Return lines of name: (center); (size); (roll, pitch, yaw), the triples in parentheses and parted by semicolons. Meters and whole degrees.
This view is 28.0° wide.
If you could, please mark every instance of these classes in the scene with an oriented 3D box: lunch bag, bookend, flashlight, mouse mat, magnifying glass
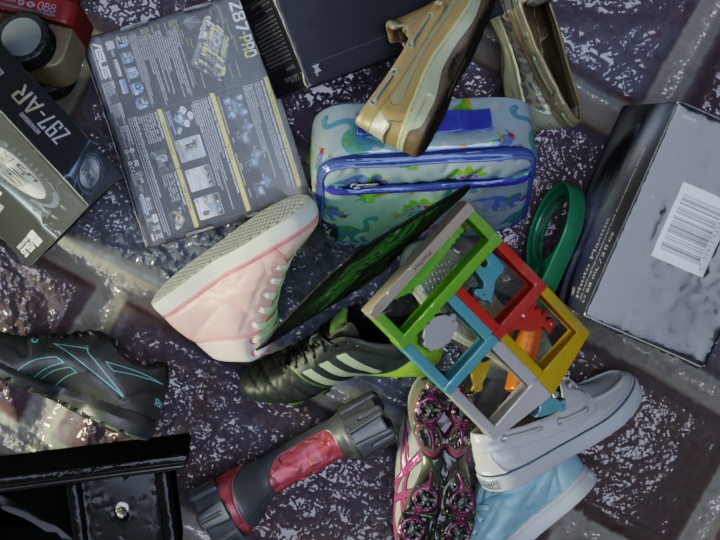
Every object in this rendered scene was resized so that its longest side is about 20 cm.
lunch bag: (0.054, -0.089, 1.285); (0.200, 0.161, 0.083); (-3, 65, -5)
bookend: (-0.247, 0.267, 1.334); (0.199, 0.092, 0.200); (-6, 97, -5)
flashlight: (-0.061, 0.187, 1.352); (0.200, 0.068, 0.068); (-28, 81, 1)
mouse mat: (0.000, 0.000, 1.255); (0.161, 0.200, 0.008); (-31, 81, -37)
magnifying glass: (0.166, 0.015, 1.317); (0.022, 0.080, 0.200); (20, 77, -17)

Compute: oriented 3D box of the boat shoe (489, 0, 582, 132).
boat shoe: (0.160, -0.227, 1.320); (0.063, 0.073, 0.200); (-2, 109, 39)

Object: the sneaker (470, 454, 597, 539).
sneaker: (0.126, 0.233, 1.379); (0.200, 0.074, 0.082); (-40, 90, -9)

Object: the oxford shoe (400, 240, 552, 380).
oxford shoe: (0.098, 0.044, 1.328); (0.200, 0.058, 0.075); (39, 58, -32)

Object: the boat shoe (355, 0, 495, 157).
boat shoe: (0.057, -0.195, 1.205); (0.076, 0.072, 0.200); (24, 69, 8)

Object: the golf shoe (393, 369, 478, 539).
golf shoe: (0.069, 0.194, 1.354); (0.073, 0.092, 0.200); (8, 91, -10)

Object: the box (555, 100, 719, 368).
box: (0.268, -0.038, 1.293); (0.123, 0.198, 0.200); (23, 93, -4)

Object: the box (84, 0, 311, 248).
box: (-0.149, -0.138, 1.323); (0.161, 0.049, 0.200); (-18, 96, -1)

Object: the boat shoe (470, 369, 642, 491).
boat shoe: (0.183, 0.131, 1.335); (0.200, 0.074, 0.065); (-30, 111, -34)

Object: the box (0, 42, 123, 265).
box: (-0.301, -0.098, 1.242); (0.160, 0.200, 0.044); (48, 60, -8)

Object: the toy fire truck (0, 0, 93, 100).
toy fire truck: (-0.315, -0.273, 1.255); (0.176, 0.129, 0.200); (13, 77, 9)

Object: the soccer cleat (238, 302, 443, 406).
soccer cleat: (-0.024, 0.072, 1.324); (0.200, 0.068, 0.081); (-12, 128, 15)

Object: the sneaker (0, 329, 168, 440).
sneaker: (-0.272, 0.087, 1.333); (0.200, 0.075, 0.079); (26, 80, -13)

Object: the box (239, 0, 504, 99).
box: (-0.006, -0.272, 1.273); (0.200, 0.104, 0.182); (-22, 97, -16)

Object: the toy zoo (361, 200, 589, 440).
toy zoo: (0.112, 0.055, 1.256); (0.200, 0.020, 0.131); (45, 82, -19)

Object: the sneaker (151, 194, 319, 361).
sneaker: (-0.089, 0.014, 1.305); (0.200, 0.075, 0.105); (-33, 105, 32)
